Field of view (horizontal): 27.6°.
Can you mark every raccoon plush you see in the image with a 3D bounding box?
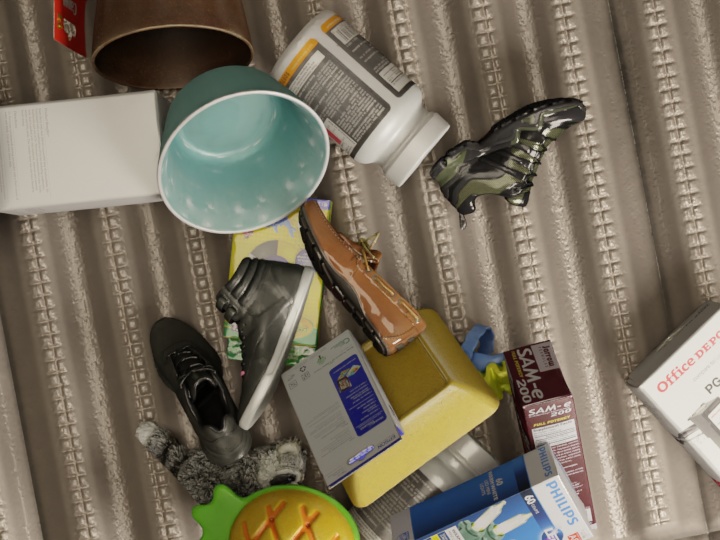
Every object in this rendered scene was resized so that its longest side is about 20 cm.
[{"bbox_3d":[-0.155,0.211,1.724,0.200,0.097,0.134,43,83,1],"label":"raccoon plush"}]

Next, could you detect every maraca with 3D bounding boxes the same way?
[{"bbox_3d":[-0.097,0.306,1.641,0.197,0.107,0.139,7,86,9],"label":"maraca"}]

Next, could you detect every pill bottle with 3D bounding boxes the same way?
[{"bbox_3d":[0.068,0.271,1.706,0.111,0.111,0.200,42,91,0],"label":"pill bottle"},{"bbox_3d":[0.000,-0.198,1.701,0.200,0.116,0.117,42,91,1],"label":"pill bottle"}]

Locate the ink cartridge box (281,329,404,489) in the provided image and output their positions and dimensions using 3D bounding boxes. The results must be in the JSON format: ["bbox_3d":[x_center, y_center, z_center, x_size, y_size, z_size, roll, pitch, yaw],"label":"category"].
[{"bbox_3d":[-0.017,0.159,1.620,0.099,0.201,0.039,-33,128,5],"label":"ink cartridge box"}]

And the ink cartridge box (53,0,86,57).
[{"bbox_3d":[-0.311,-0.355,1.684,0.047,0.160,0.203,2,91,2],"label":"ink cartridge box"}]

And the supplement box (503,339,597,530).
[{"bbox_3d":[0.216,0.194,1.662,0.060,0.109,0.202,-14,122,1],"label":"supplement box"}]

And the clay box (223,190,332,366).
[{"bbox_3d":[-0.099,0.012,1.739,0.113,0.048,0.203,5,90,1],"label":"clay box"}]

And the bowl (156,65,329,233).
[{"bbox_3d":[-0.143,-0.150,1.656,0.199,0.202,0.106,-26,47,1],"label":"bowl"}]

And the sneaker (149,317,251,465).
[{"bbox_3d":[-0.188,0.126,1.697,0.075,0.091,0.201,-31,62,-10],"label":"sneaker"}]

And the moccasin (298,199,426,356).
[{"bbox_3d":[0.000,-0.001,1.675,0.077,0.074,0.202,-35,73,-13],"label":"moccasin"}]

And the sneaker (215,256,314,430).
[{"bbox_3d":[-0.129,0.076,1.679,0.098,0.071,0.202,19,79,2],"label":"sneaker"}]

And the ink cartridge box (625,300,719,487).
[{"bbox_3d":[0.432,0.156,1.713,0.145,0.083,0.200,-43,90,1],"label":"ink cartridge box"}]

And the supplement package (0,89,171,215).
[{"bbox_3d":[-0.320,-0.134,1.705,0.197,0.120,0.123,-5,89,2],"label":"supplement package"}]

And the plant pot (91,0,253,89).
[{"bbox_3d":[-0.222,-0.337,1.686,0.184,0.187,0.203,-6,77,1],"label":"plant pot"}]

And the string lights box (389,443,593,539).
[{"bbox_3d":[0.143,0.281,1.611,0.198,0.059,0.103,-27,119,11],"label":"string lights box"}]

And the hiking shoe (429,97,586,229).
[{"bbox_3d":[0.185,-0.130,1.728,0.198,0.076,0.101,-28,98,10],"label":"hiking shoe"}]

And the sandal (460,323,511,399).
[{"bbox_3d":[0.099,0.127,1.731,0.198,0.080,0.088,-21,62,5],"label":"sandal"}]

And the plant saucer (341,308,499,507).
[{"bbox_3d":[0.032,0.141,1.670,0.199,0.200,0.049,-36,130,1],"label":"plant saucer"}]
